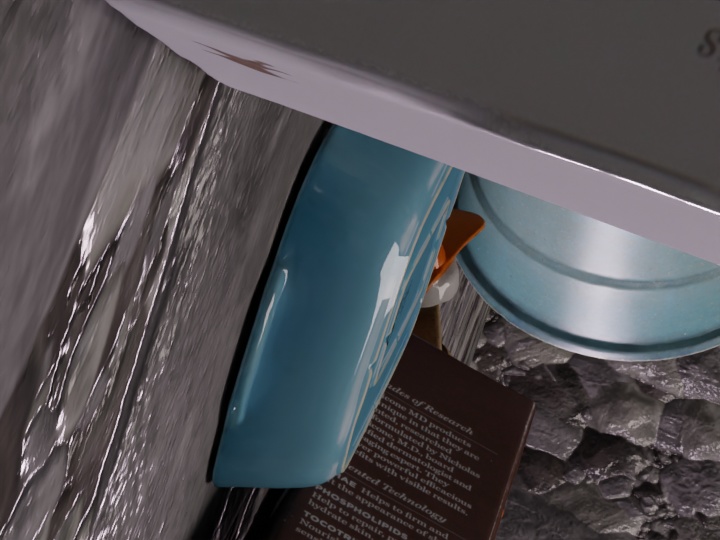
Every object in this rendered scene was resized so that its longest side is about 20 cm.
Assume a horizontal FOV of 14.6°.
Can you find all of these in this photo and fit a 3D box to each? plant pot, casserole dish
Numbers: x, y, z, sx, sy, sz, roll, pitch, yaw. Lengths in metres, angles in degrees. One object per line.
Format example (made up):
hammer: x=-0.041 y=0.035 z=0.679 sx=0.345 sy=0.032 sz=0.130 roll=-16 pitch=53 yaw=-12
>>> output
plant pot: x=0.147 y=-0.092 z=1.466 sx=0.196 sy=0.200 sz=0.200 roll=91 pitch=17 yaw=-51
casserole dish: x=0.000 y=0.000 z=0.897 sx=0.200 sy=0.039 sz=0.121 roll=-58 pitch=166 yaw=-69

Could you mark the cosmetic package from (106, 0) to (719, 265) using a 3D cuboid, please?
cosmetic package: x=0.073 y=-0.106 z=0.485 sx=0.166 sy=0.167 sz=0.200 roll=15 pitch=95 yaw=-86

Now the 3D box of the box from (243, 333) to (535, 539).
box: x=-0.007 y=0.108 z=0.939 sx=0.100 sy=0.075 sz=0.200 roll=-59 pitch=180 yaw=27

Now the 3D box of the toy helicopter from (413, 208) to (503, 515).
toy helicopter: x=0.026 y=0.044 z=1.125 sx=0.200 sy=0.079 sz=0.133 roll=-111 pitch=-156 yaw=-86
